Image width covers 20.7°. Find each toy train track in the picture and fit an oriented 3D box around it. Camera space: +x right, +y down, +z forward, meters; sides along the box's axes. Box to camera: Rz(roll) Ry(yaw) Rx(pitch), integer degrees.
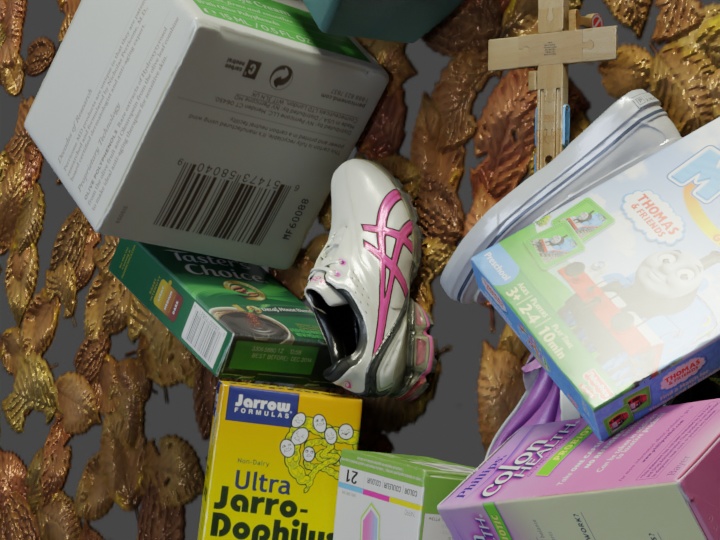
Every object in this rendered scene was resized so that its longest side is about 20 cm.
[{"bbox_3d":[0.143,-0.113,1.399,0.115,0.033,0.200,0,89,44],"label":"toy train track"}]

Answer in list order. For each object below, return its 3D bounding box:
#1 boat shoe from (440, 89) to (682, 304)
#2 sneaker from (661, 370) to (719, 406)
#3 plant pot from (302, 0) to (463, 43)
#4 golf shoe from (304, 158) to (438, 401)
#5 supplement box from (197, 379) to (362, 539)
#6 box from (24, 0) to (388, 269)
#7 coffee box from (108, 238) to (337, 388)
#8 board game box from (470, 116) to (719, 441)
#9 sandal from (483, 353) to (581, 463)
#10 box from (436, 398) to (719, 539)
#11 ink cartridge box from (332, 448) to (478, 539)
[{"bbox_3d":[0.138,-0.034,1.335,0.200,0.074,0.067,-46,71,24],"label":"boat shoe"},{"bbox_3d":[0.203,0.068,1.252,0.087,0.074,0.200,-15,76,49],"label":"sneaker"},{"bbox_3d":[0.029,-0.280,1.491,0.200,0.141,0.141,-60,42,35],"label":"plant pot"},{"bbox_3d":[0.000,0.000,1.504,0.073,0.092,0.200,-36,55,44],"label":"golf shoe"},{"bbox_3d":[-0.067,0.189,1.502,0.110,0.109,0.200,161,115,-84],"label":"supplement box"},{"bbox_3d":[-0.127,-0.137,1.603,0.171,0.199,0.200,49,119,44],"label":"box"},{"bbox_3d":[-0.109,0.029,1.609,0.200,0.123,0.044,39,114,49],"label":"coffee box"},{"bbox_3d":[0.191,-0.002,1.210,0.200,0.037,0.151,-29,47,-9],"label":"board game box"},{"bbox_3d":[0.134,0.080,1.351,0.082,0.050,0.203,41,115,47],"label":"sandal"},{"bbox_3d":[0.177,0.181,1.176,0.200,0.097,0.176,-15,108,49],"label":"box"},{"bbox_3d":[0.037,0.235,1.395,0.148,0.076,0.200,-179,96,-67],"label":"ink cartridge box"}]
